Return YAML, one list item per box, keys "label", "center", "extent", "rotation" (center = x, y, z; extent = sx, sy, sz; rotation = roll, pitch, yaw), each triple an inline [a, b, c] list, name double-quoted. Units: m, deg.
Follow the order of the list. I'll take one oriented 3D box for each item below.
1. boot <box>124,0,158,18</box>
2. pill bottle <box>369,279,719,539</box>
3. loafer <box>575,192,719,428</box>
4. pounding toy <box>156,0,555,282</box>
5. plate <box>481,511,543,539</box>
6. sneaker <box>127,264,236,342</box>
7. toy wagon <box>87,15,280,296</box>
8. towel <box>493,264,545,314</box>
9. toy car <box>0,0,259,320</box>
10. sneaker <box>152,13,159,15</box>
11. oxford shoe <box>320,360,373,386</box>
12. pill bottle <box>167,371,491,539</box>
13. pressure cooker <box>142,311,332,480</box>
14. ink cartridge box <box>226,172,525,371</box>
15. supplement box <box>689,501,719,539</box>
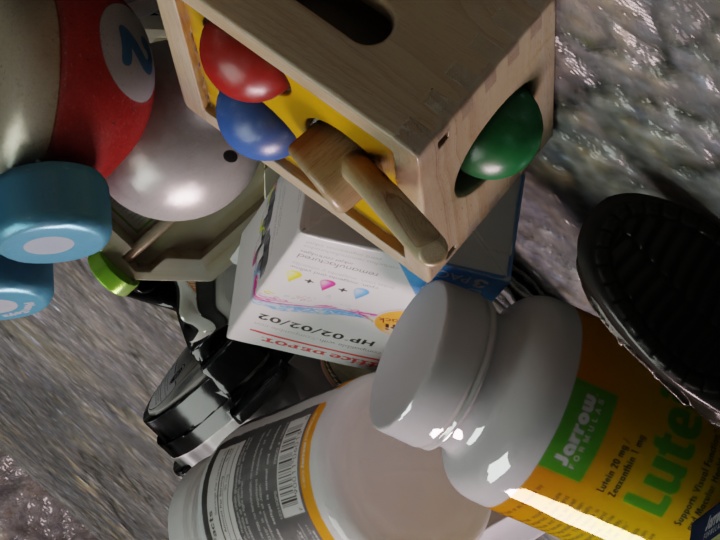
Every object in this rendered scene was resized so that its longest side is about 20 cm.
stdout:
- label: "boot"
  center: [-0.186, -0.210, 1.544]
  extent: [0.200, 0.074, 0.096]
  rotation: [34, 171, 26]
- label: "pill bottle"
  center: [0.111, 0.080, 1.469]
  extent: [0.200, 0.111, 0.111]
  rotation: [24, 170, -16]
- label: "loafer"
  center: [0.173, 0.043, 1.390]
  extent: [0.200, 0.073, 0.071]
  rotation: [43, 163, -12]
- label: "pounding toy"
  center: [0.003, -0.079, 1.325]
  extent: [0.200, 0.142, 0.184]
  rotation: [37, 165, 16]
- label: "plate"
  center: [0.069, 0.160, 1.777]
  extent: [0.032, 0.199, 0.200]
  rotation: [57, 168, 12]
- label: "sneaker"
  center: [-0.134, -0.034, 1.750]
  extent: [0.200, 0.080, 0.074]
  rotation: [38, 163, 31]
- label: "toy wagon"
  center: [-0.129, -0.084, 1.624]
  extent: [0.200, 0.155, 0.040]
  rotation: [44, -162, -16]
- label: "towel"
  center: [0.057, 0.021, 1.694]
  extent: [0.193, 0.035, 0.200]
  rotation: [43, 165, -9]
- label: "toy car"
  center: [-0.112, -0.081, 1.485]
  extent: [0.200, 0.185, 0.177]
  rotation: [2, 160, -24]
- label: "sneaker"
  center: [-0.098, -0.092, 1.664]
  extent: [0.200, 0.072, 0.083]
  rotation: [37, 137, -14]
- label: "oxford shoe"
  center: [0.068, 0.075, 1.667]
  extent: [0.200, 0.071, 0.074]
  rotation: [25, 160, 11]
- label: "pill bottle"
  center: [-0.022, 0.130, 1.633]
  extent: [0.116, 0.116, 0.200]
  rotation: [44, 148, -13]
- label: "pressure cooker"
  center: [-0.039, 0.074, 1.824]
  extent: [0.200, 0.179, 0.176]
  rotation: [43, 145, -11]
- label: "ink cartridge box"
  center: [0.000, 0.000, 1.548]
  extent: [0.115, 0.068, 0.200]
  rotation: [13, 156, -11]
- label: "supplement box"
  center: [0.247, 0.221, 1.350]
  extent: [0.200, 0.200, 0.134]
  rotation: [12, 165, -3]
